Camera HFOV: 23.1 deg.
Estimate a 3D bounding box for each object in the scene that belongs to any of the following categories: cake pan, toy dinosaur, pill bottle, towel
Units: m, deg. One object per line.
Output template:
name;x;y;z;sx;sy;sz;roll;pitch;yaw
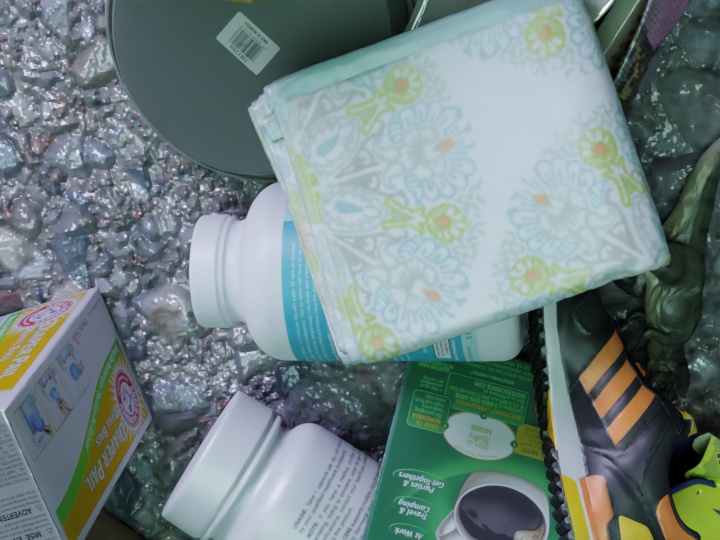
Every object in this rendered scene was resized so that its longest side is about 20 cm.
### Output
cake pan;-0.064;-0.145;1.070;0.199;0.037;0.202;3;111;8
toy dinosaur;0.178;-0.006;1.079;0.088;0.047;0.201;12;107;1
pill bottle;-0.020;0.171;1.136;0.199;0.113;0.114;33;112;-4
towel;0.053;-0.054;0.985;0.199;0.048;0.172;-19;91;9
pill bottle;0.000;0.000;1.072;0.199;0.111;0.112;0;110;9

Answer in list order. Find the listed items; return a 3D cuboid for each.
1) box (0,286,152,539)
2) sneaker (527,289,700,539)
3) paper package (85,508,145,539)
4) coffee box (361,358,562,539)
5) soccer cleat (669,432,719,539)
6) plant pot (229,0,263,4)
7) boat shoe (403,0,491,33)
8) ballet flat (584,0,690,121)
box;-0.218;0.103;1.099;0.112;0.200;0.102;-17;107;13
sneaker;0.151;0.077;1.045;0.089;0.070;0.201;-5;77;-1
paper package;-0.177;0.292;1.213;0.200;0.104;0.191;37;111;-6
coffee box;0.066;0.146;1.077;0.122;0.201;0.044;14;152;1
soccer cleat;0.232;0.139;1.093;0.199;0.065;0.084;5;126;-3
plant pot;-0.089;-0.248;0.930;0.200;0.196;0.195;38;105;2
boat shoe;0.069;-0.140;1.034;0.075;0.062;0.201;30;98;12
ballet flat;0.132;-0.117;1.026;0.071;0.069;0.201;7;117;-41
